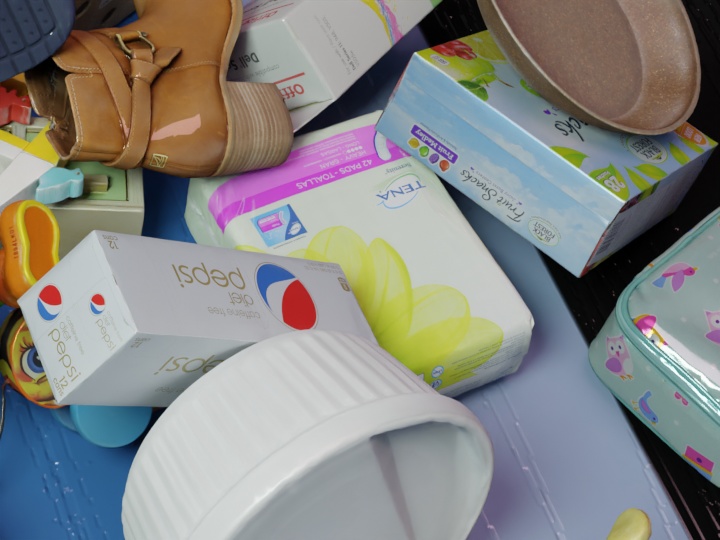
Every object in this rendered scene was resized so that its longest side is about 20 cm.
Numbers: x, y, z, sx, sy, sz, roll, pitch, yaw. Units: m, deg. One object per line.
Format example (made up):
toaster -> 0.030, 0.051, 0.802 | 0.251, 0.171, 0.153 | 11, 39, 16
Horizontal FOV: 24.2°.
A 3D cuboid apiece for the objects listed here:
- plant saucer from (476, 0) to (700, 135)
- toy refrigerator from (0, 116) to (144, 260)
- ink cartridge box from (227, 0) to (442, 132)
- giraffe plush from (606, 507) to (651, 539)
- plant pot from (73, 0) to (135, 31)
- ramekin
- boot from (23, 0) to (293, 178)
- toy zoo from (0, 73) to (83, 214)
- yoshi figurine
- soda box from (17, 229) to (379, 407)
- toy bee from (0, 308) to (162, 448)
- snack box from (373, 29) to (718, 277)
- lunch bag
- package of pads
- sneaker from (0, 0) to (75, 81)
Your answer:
plant saucer -> 0.139, -0.168, 1.093 | 0.200, 0.037, 0.201 | 23, 50, -30
toy refrigerator -> -0.237, -0.051, 1.044 | 0.199, 0.070, 0.076 | 2, 53, -13
ink cartridge box -> -0.037, -0.161, 1.141 | 0.200, 0.117, 0.067 | -47, 113, -36
giraffe plush -> 0.131, 0.211, 0.877 | 0.199, 0.162, 0.173 | -3, 54, -17
plant pot -> -0.224, -0.253, 1.136 | 0.177, 0.200, 0.200 | 43, 54, 3
ramekin -> -0.034, 0.121, 0.892 | 0.202, 0.203, 0.094 | -21, 51, -27
boot -> -0.143, -0.137, 1.042 | 0.154, 0.074, 0.200 | -3, 44, -36
toy zoo -> -0.256, -0.087, 1.013 | 0.199, 0.021, 0.131 | 23, 45, 8
yoshi figurine -> -0.262, 0.004, 0.920 | 0.112, 0.199, 0.112 | 48, 37, -26
soda box -> -0.081, 0.031, 0.900 | 0.200, 0.068, 0.064 | 7, 50, -53
toy bee -> -0.158, 0.049, 0.951 | 0.131, 0.109, 0.200 | 0, 17, 43
snack box -> 0.129, -0.089, 1.122 | 0.168, 0.068, 0.200 | 38, 30, 15
lunch bag -> 0.263, 0.042, 1.093 | 0.200, 0.077, 0.160 | -34, 67, -32
package of pads -> 0.000, 0.000, 1.067 | 0.154, 0.068, 0.200 | -19, 61, -25
sneaker -> -0.263, -0.142, 0.969 | 0.199, 0.074, 0.082 | -14, 33, 2
